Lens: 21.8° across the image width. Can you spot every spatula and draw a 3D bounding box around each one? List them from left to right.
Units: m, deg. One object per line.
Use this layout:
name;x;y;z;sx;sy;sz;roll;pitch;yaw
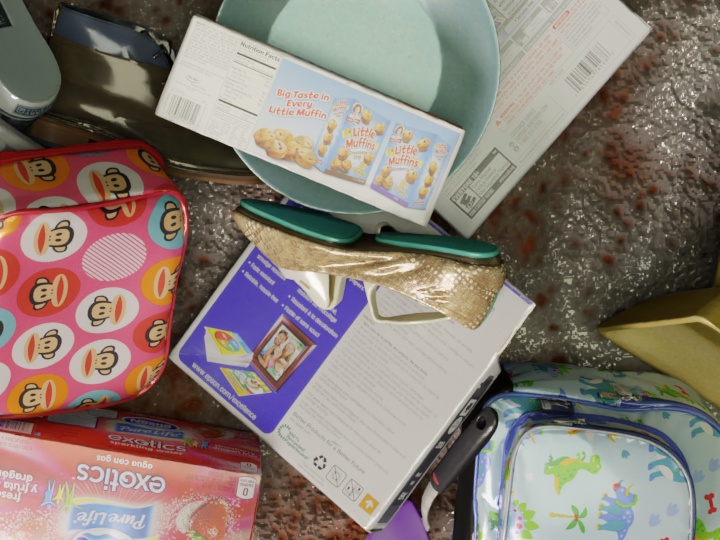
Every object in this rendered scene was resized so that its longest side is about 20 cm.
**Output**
spatula;0.053;0.162;1.338;0.020;0.057;0.201;-1;141;-28

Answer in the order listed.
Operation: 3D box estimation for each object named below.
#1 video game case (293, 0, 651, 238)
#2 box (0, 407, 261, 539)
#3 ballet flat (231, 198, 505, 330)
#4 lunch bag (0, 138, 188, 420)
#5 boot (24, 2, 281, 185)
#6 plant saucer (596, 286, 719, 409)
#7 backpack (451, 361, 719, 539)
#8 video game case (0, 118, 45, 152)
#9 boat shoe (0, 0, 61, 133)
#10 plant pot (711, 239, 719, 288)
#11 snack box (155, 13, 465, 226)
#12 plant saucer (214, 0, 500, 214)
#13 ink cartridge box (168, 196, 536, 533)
video game case;0.073;-0.158;1.327;0.181;0.045;0.200;41;96;-10
box;-0.174;0.159;1.341;0.198;0.100;0.097;10;102;-7
ballet flat;0.000;0.000;1.273;0.198;0.070;0.066;13;104;20
lunch bag;-0.213;0.012;1.262;0.175;0.082;0.201;-9;135;-28
boot;-0.135;-0.121;1.304;0.198;0.075;0.098;11;103;-5
plant saucer;0.288;0.068;1.321;0.199;0.200;0.049;31;80;-10
backpack;0.174;0.167;1.348;0.198;0.147;0.185;2;103;-7
video game case;-0.273;-0.013;1.272;0.182;0.200;0.023;-47;56;4
boat shoe;-0.277;-0.177;1.282;0.070;0.091;0.202;-11;72;-41
plant pot;0.350;-0.027;1.310;0.187;0.201;0.203;11;100;9
snack box;-0.033;-0.100;1.257;0.198;0.024;0.073;22;97;-6
plant saucer;-0.004;-0.141;1.284;0.199;0.039;0.203;-1;101;-3
ink cartridge box;-0.004;0.045;1.325;0.198;0.043;0.201;39;99;15
